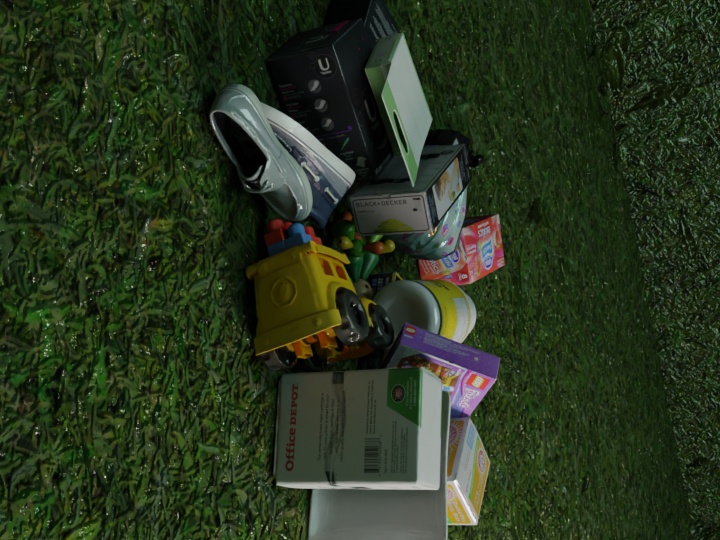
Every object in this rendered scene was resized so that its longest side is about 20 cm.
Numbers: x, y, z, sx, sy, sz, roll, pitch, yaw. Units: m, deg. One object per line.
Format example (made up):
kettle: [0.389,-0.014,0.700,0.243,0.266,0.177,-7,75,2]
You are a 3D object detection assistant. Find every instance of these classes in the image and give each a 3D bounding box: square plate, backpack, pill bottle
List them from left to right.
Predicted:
square plate: [0.028,0.263,1.409,0.028,0.198,0.201,34,55,-58]
backpack: [0.096,-0.117,1.699,0.126,0.167,0.201,21,68,-43]
pill bottle: [0.101,0.069,1.589,0.200,0.112,0.112,0,85,-64]

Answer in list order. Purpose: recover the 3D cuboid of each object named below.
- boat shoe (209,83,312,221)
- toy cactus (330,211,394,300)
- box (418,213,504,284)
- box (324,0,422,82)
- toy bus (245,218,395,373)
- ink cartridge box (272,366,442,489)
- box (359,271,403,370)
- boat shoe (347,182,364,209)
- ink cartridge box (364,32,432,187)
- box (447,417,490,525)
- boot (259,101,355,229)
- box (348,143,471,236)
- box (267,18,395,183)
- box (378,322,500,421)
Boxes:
boat shoe: [-0.129,-0.132,1.324,0.201,0.070,0.072,60,36,-27]
toy cactus: [0.000,0.000,1.545,0.200,0.102,0.166,-64,150,-60]
box: [0.180,-0.037,1.894,0.200,0.095,0.100,-21,105,-63]
box: [0.018,-0.311,1.642,0.200,0.079,0.141,57,34,-44]
toy bus: [-0.060,0.026,1.384,0.200,0.135,0.193,20,50,-62]
ink cartridge box: [-0.003,0.205,1.360,0.083,0.199,0.147,34,55,-61]
box: [0.058,0.126,1.669,0.160,0.049,0.201,47,44,-53]
boat shoe: [0.007,-0.137,1.593,0.200,0.069,0.071,-61,141,-57]
ink cartridge box: [0.048,-0.221,1.471,0.200,0.048,0.146,-71,145,-52]
box: [0.067,0.280,1.482,0.102,0.199,0.113,64,33,-36]
boot: [-0.094,-0.136,1.393,0.200,0.073,0.091,35,80,-35]
box: [0.074,-0.116,1.515,0.200,0.116,0.060,-51,133,-58]
box: [-0.033,-0.232,1.491,0.122,0.106,0.200,-58,135,-54]
box: [0.090,0.161,1.456,0.200,0.136,0.039,116,-7,-51]
